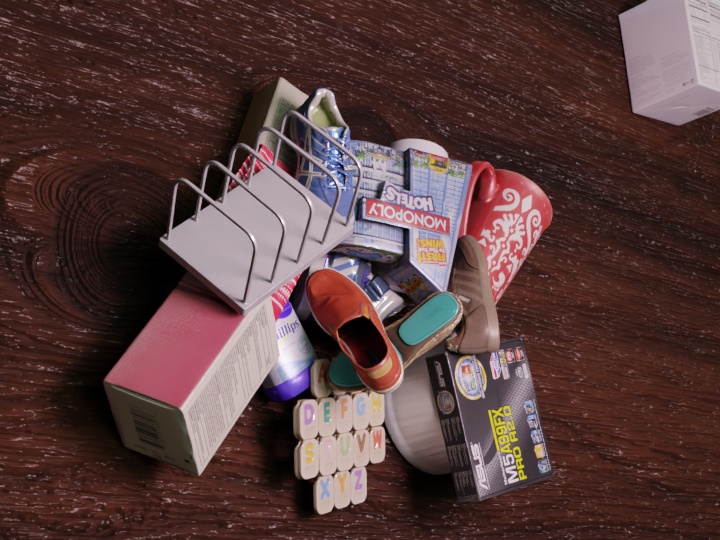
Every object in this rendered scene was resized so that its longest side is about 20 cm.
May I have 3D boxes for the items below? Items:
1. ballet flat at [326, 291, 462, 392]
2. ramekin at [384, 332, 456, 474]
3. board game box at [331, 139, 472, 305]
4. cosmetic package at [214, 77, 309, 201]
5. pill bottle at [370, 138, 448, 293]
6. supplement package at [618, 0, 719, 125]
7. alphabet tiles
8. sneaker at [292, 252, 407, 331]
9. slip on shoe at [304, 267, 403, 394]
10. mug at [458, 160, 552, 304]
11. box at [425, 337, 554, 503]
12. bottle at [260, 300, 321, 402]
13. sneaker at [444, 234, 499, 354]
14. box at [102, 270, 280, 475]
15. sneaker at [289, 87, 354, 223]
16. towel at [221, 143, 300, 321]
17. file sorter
[{"bbox_3d":[0.048,0.101,1.581,0.199,0.065,0.071,-30,70,-6],"label":"ballet flat"},{"bbox_3d":[0.132,0.182,1.732,0.200,0.097,0.202,15,67,-37],"label":"ramekin"},{"bbox_3d":[0.054,-0.062,1.626,0.199,0.062,0.201,12,66,-28],"label":"board game box"},{"bbox_3d":[-0.115,-0.144,1.636,0.105,0.071,0.201,34,56,-28],"label":"cosmetic package"},{"bbox_3d":[0.072,-0.079,1.752,0.115,0.115,0.201,23,61,-35],"label":"pill bottle"},{"bbox_3d":[0.601,-0.401,2.301,0.150,0.151,0.201,8,71,-40],"label":"supplement package"},{"bbox_3d":[-0.024,0.211,1.592,0.200,0.015,0.197,1,88,-57],"label":"alphabet tiles"},{"bbox_3d":[0.000,0.000,1.662,0.146,0.081,0.201,22,70,-13],"label":"sneaker"},{"bbox_3d":[-0.011,0.066,1.540,0.200,0.074,0.061,57,-3,34],"label":"slip on shoe"},{"bbox_3d":[0.174,-0.050,1.832,0.177,0.133,0.200,43,57,-15],"label":"mug"},{"bbox_3d":[0.178,0.201,1.669,0.160,0.044,0.201,-6,80,-43],"label":"box"},{"bbox_3d":[-0.123,0.065,1.564,0.083,0.065,0.201,-31,98,-42],"label":"bottle"},{"bbox_3d":[0.136,0.029,1.663,0.075,0.071,0.201,-5,45,-5],"label":"sneaker"},{"bbox_3d":[-0.191,0.112,1.426,0.128,0.108,0.200,85,29,-45],"label":"box"},{"bbox_3d":[-0.047,-0.141,1.557,0.075,0.077,0.201,-4,63,-23],"label":"sneaker"},{"bbox_3d":[-0.119,-0.048,1.537,0.145,0.022,0.201,44,52,-24],"label":"towel"},{"bbox_3d":[-0.109,-0.076,1.421,0.139,0.125,0.200,38,50,17],"label":"file sorter"}]
